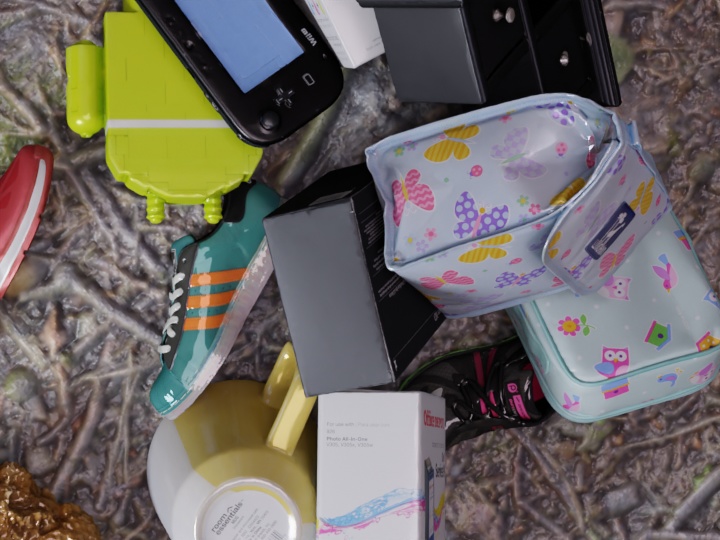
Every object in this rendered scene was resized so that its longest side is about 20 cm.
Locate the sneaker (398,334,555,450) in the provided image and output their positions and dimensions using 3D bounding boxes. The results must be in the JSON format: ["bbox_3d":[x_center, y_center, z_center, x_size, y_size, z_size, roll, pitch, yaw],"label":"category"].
[{"bbox_3d":[0.109,0.098,1.646,0.199,0.084,0.077,-27,101,-8],"label":"sneaker"}]

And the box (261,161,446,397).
[{"bbox_3d":[0.000,0.000,1.548,0.078,0.200,0.142,-13,99,17],"label":"box"}]

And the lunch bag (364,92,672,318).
[{"bbox_3d":[0.125,-0.047,1.502,0.198,0.170,0.128,-17,70,13],"label":"lunch bag"}]

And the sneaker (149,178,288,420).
[{"bbox_3d":[-0.128,0.018,1.599,0.080,0.071,0.201,29,83,-12],"label":"sneaker"}]

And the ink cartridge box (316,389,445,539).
[{"bbox_3d":[0.016,0.193,1.549,0.087,0.145,0.202,-2,83,9],"label":"ink cartridge box"}]

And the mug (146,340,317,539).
[{"bbox_3d":[-0.095,0.161,1.567,0.148,0.153,0.188,-7,103,-5],"label":"mug"}]

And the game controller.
[{"bbox_3d":[-0.101,-0.193,1.546,0.104,0.042,0.201,-37,89,-15],"label":"game controller"}]

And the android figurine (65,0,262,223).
[{"bbox_3d":[-0.140,-0.136,1.569,0.180,0.041,0.202,-2,82,-12],"label":"android figurine"}]

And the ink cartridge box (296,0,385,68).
[{"bbox_3d":[-0.032,-0.262,1.558,0.067,0.115,0.201,-28,101,-7],"label":"ink cartridge box"}]

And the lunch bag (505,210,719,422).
[{"bbox_3d":[0.192,0.017,1.613,0.159,0.077,0.201,-18,58,-9],"label":"lunch bag"}]

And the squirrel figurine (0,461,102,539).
[{"bbox_3d":[-0.305,0.247,1.571,0.185,0.142,0.202,19,78,-3],"label":"squirrel figurine"}]

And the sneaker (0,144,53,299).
[{"bbox_3d":[-0.321,-0.021,1.547,0.115,0.078,0.201,25,90,-15],"label":"sneaker"}]

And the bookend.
[{"bbox_3d":[0.103,-0.168,1.528,0.200,0.091,0.200,-48,132,-43],"label":"bookend"}]
